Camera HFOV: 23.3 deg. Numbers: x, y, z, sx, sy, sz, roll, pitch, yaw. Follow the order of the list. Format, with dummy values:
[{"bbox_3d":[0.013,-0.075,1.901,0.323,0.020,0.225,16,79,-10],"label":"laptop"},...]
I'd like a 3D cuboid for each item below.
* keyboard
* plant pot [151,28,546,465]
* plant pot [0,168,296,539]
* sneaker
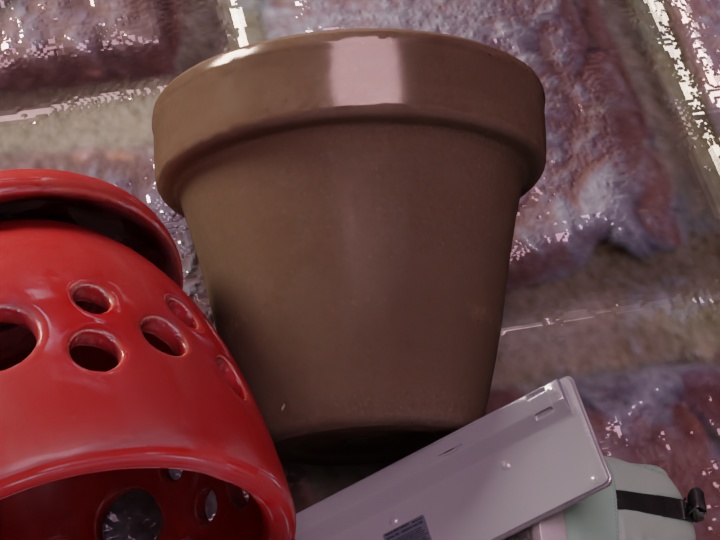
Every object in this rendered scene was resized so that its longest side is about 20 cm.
[{"bbox_3d":[0.020,0.116,0.804,0.199,0.011,0.057,-29,63,16],"label":"keyboard"},{"bbox_3d":[0.000,0.000,0.858,0.198,0.200,0.177,-2,74,-9],"label":"plant pot"},{"bbox_3d":[-0.148,0.069,0.766,0.198,0.201,0.184,-14,54,-17],"label":"plant pot"},{"bbox_3d":[0.121,0.179,0.806,0.117,0.074,0.203,7,69,-32],"label":"sneaker"}]
